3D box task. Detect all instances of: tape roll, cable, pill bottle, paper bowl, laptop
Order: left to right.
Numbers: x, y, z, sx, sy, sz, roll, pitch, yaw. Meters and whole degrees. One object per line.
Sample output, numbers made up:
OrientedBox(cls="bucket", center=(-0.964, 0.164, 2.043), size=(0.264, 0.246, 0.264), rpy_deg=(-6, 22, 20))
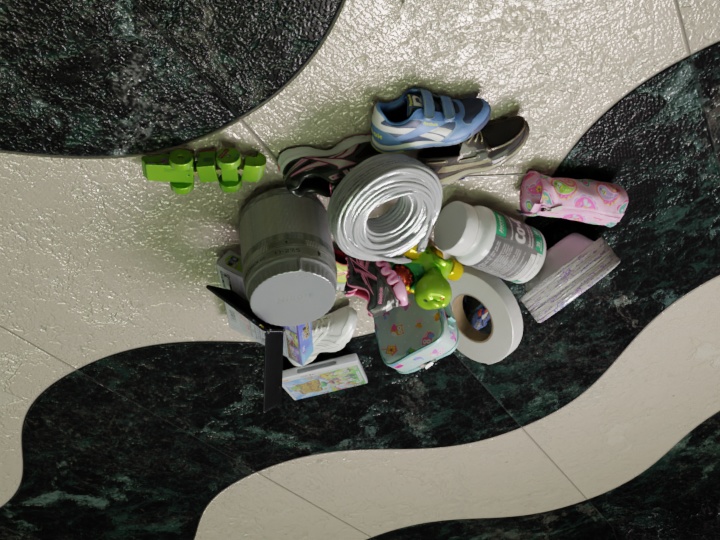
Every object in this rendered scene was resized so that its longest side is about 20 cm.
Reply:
OrientedBox(cls="laptop", center=(-0.197, 0.132, 1.389), size=(0.116, 0.199, 0.187), rpy_deg=(-54, 175, -2))
OrientedBox(cls="cable", center=(0.042, -0.103, 1.321), size=(0.198, 0.069, 0.201), rpy_deg=(1, 131, -34))
OrientedBox(cls="tape roll", center=(0.234, 0.090, 1.606), size=(0.037, 0.203, 0.204), rpy_deg=(-27, 153, -37))
OrientedBox(cls="pill bottle", center=(0.241, -0.054, 1.494), size=(0.199, 0.114, 0.113), rpy_deg=(18, 133, -32))
OrientedBox(cls="paper bowl", center=(0.399, 0.004, 1.569), size=(0.200, 0.105, 0.201), rpy_deg=(-36, 170, -7))

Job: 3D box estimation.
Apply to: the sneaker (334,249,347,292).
OrientedBox(cls="sneaker", center=(-0.077, -0.009, 1.511), size=(0.198, 0.078, 0.091), rpy_deg=(-7, 125, -7))

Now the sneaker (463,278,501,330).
OrientedBox(cls="sneaker", center=(0.253, 0.061, 1.680), size=(0.078, 0.076, 0.201), rpy_deg=(-11, 148, -24))

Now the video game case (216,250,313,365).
OrientedBox(cls="video game case", center=(-0.177, 0.073, 1.516), size=(0.180, 0.046, 0.201), rpy_deg=(26, 145, 20))

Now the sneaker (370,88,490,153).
OrientedBox(cls="sneaker", center=(0.110, -0.245, 1.268), size=(0.198, 0.074, 0.083), rpy_deg=(-13, 139, 0))

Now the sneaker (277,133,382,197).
OrientedBox(cls="sneaker", center=(-0.034, -0.159, 1.322), size=(0.198, 0.087, 0.081), rpy_deg=(-12, 143, -1))

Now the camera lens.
OrientedBox(cls="camera lens", center=(-0.124, -0.028, 1.365), size=(0.158, 0.201, 0.161), rpy_deg=(-7, 141, -6))

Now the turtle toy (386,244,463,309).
OrientedBox(cls="turtle toy", center=(0.109, 0.002, 1.474), size=(0.145, 0.200, 0.102), rpy_deg=(27, 97, -32))

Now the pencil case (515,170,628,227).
OrientedBox(cls="pencil case", center=(0.388, -0.128, 1.466), size=(0.198, 0.088, 0.088), rpy_deg=(5, 138, -21))

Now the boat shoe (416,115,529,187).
OrientedBox(cls="boat shoe", center=(0.184, -0.205, 1.332), size=(0.199, 0.075, 0.073), rpy_deg=(-26, 139, 15))

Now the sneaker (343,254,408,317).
OrientedBox(cls="sneaker", center=(0.000, 0.000, 1.428), size=(0.095, 0.201, 0.079), rpy_deg=(-33, 152, -5))

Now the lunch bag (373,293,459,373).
OrientedBox(cls="lunch bag", center=(0.109, 0.096, 1.570), size=(0.160, 0.201, 0.077), rpy_deg=(-27, 140, 20))

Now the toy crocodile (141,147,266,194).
OrientedBox(cls="toy crocodile", center=(-0.251, -0.167, 1.287), size=(0.198, 0.062, 0.068), rpy_deg=(-2, 140, -5))

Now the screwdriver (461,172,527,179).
OrientedBox(cls="screwdriver", center=(0.199, -0.170, 1.420), size=(0.198, 0.029, 0.028), rpy_deg=(-7, 140, -11))

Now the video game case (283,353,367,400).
OrientedBox(cls="video game case", center=(-0.083, 0.241, 1.794), size=(0.180, 0.022, 0.200), rpy_deg=(-13, 158, 2))

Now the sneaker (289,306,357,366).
OrientedBox(cls="sneaker", center=(-0.096, 0.128, 1.659), size=(0.199, 0.078, 0.099), rpy_deg=(-34, 132, 23))
